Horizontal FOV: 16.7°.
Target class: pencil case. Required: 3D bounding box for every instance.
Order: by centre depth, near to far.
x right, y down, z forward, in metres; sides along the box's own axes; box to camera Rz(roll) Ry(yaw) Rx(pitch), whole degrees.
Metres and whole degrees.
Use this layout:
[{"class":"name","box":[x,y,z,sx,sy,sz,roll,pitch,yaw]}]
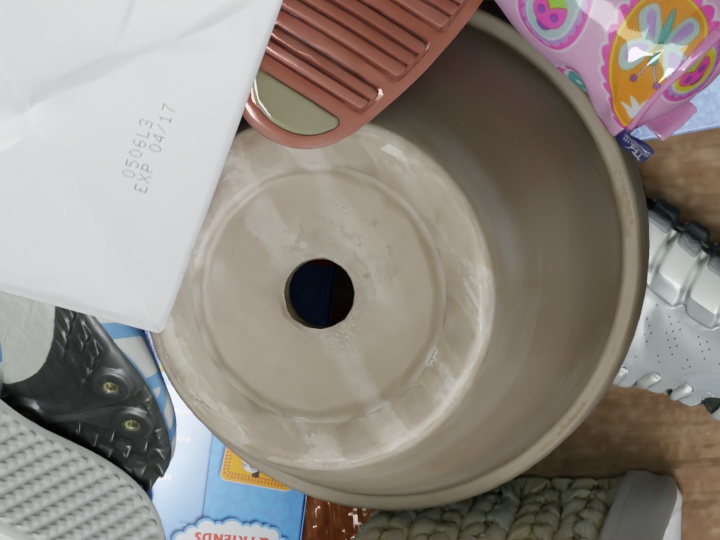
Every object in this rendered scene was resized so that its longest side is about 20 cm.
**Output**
[{"class":"pencil case","box":[0.057,-0.135,0.882,0.200,0.087,0.087,45,100,4]}]

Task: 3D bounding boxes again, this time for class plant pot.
[{"class":"plant pot","box":[0.000,0.000,0.875,0.199,0.174,0.201,1,97,10]}]

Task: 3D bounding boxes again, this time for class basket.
[{"class":"basket","box":[0.057,0.159,0.941,0.123,0.200,0.136,1,98,12]}]

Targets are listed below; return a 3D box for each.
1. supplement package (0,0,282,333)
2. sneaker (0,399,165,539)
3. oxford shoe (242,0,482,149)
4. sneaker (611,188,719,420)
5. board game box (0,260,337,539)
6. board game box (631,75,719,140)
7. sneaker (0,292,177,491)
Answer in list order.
[{"class":"supplement package","box":[-0.102,-0.092,0.778,0.119,0.200,0.122,15,116,-13]},{"class":"sneaker","box":[-0.170,0.079,0.921,0.082,0.074,0.200,-28,125,35]},{"class":"oxford shoe","box":[0.010,-0.126,0.802,0.071,0.074,0.201,34,74,-21]},{"class":"sneaker","box":[0.117,0.041,0.984,0.200,0.075,0.116,38,105,10]},{"class":"board game box","box":[-0.090,0.042,1.001,0.150,0.037,0.201,6,98,-10]},{"class":"board game box","box":[0.178,-0.164,0.956,0.199,0.043,0.200,-11,97,7]},{"class":"sneaker","box":[-0.119,-0.002,0.936,0.072,0.073,0.201,-10,120,28]}]
